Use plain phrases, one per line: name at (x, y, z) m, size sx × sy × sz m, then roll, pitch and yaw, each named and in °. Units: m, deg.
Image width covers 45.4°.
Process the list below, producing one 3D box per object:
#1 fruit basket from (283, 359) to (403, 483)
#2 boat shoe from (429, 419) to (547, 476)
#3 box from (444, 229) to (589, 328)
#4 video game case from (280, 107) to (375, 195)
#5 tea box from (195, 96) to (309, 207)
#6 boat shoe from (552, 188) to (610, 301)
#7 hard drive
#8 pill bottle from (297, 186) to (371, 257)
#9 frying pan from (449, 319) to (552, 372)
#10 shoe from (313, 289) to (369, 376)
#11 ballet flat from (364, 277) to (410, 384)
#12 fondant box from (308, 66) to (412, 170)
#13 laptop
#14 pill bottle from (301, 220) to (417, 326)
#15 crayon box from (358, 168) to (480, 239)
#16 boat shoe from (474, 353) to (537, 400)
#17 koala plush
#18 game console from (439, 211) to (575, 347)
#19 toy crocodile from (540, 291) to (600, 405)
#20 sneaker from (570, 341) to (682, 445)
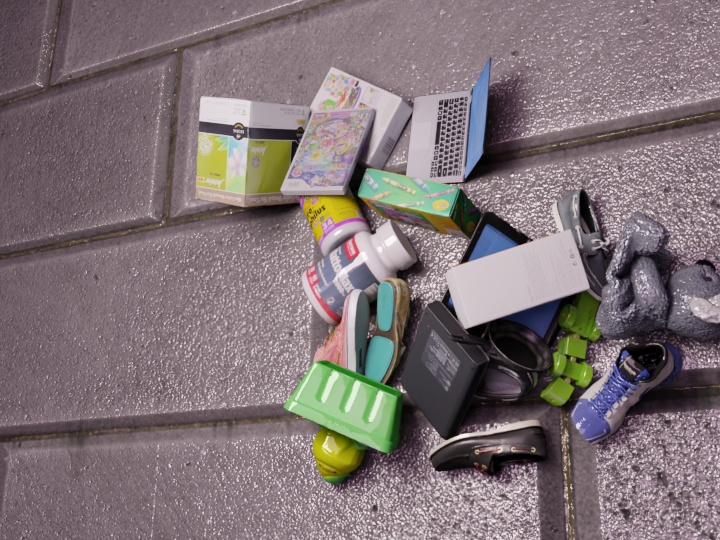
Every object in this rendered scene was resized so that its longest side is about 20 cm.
fruit basket at (-0.033, 0.278, 1.488) m, size 0.210 × 0.155 × 0.221 m, roll -1°, pitch 87°, yaw 10°
boat shoe at (0.206, 0.299, 1.406) m, size 0.197 × 0.074 × 0.064 m, roll -17°, pitch 58°, yaw 17°
box at (0.246, 0.017, 1.376) m, size 0.196 × 0.124 × 0.100 m, roll -18°, pitch 85°, yaw -2°
video game case at (-0.062, -0.230, 1.657) m, size 0.140 × 0.018 × 0.203 m, roll 2°, pitch 58°, yaw 29°
tea box at (-0.211, -0.234, 1.703) m, size 0.131 × 0.199 × 0.202 m, roll 10°, pitch 101°, yaw 30°
boat shoe at (0.377, -0.046, 1.424) m, size 0.062 × 0.072 × 0.203 m, roll -39°, pitch 50°, yaw 36°
hard drive at (0.134, 0.170, 1.438) m, size 0.140 × 0.032 × 0.202 m, roll 50°, pitch 142°, yaw 32°
pill bottle at (-0.060, -0.125, 1.674) m, size 0.103 × 0.104 × 0.202 m, roll -34°, pitch 60°, yaw 13°
frying pan at (0.229, 0.129, 1.356) m, size 0.115 × 0.188 × 0.031 m, roll 45°, pitch 128°, yaw 29°
shoe at (-0.037, 0.130, 1.557) m, size 0.089 × 0.071 × 0.205 m, roll 8°, pitch 107°, yaw 23°
ballet flat at (0.056, 0.114, 1.548) m, size 0.069 × 0.070 × 0.205 m, roll 12°, pitch 99°, yaw 30°
fondant box at (-0.011, -0.304, 1.732) m, size 0.198 × 0.058 × 0.146 m, roll 31°, pitch 92°, yaw 31°
laptop at (0.160, -0.271, 1.600) m, size 0.196 × 0.116 × 0.192 m, roll -1°, pitch 72°, yaw 27°
pill bottle at (0.000, 0.000, 1.592) m, size 0.198 × 0.119 × 0.121 m, roll -35°, pitch 60°, yaw 13°
crayon box at (0.107, -0.122, 1.575) m, size 0.197 × 0.118 × 0.059 m, roll 16°, pitch 80°, yaw 31°
boat shoe at (0.196, 0.174, 1.445) m, size 0.196 × 0.060 × 0.077 m, roll -2°, pitch 103°, yaw 34°
koala plush at (0.474, 0.044, 1.300) m, size 0.197 × 0.177 × 0.187 m, roll 21°, pitch 85°, yaw 25°
game console at (0.255, 0.034, 1.446) m, size 0.174 × 0.116 × 0.203 m, roll 25°, pitch 86°, yaw 32°
toy crocodile at (0.346, 0.122, 1.404) m, size 0.066 × 0.062 × 0.204 m, roll 19°, pitch 79°, yaw -11°
sneaker at (0.400, 0.171, 1.322) m, size 0.199 × 0.115 × 0.081 m, roll -43°, pitch 58°, yaw 9°
